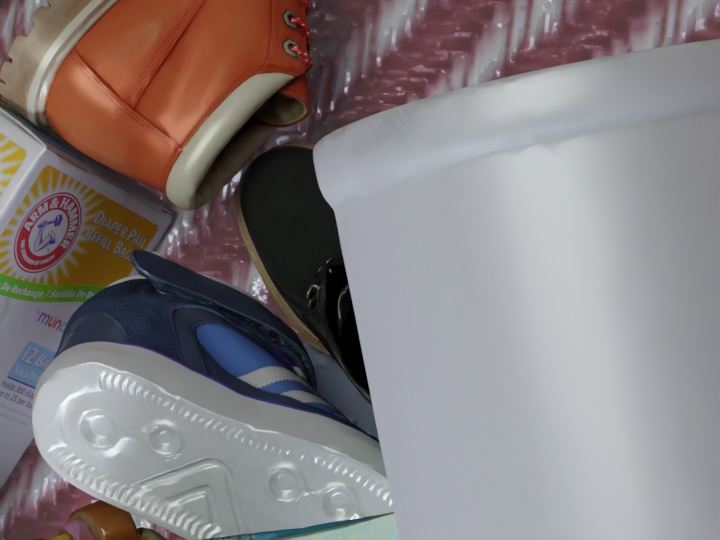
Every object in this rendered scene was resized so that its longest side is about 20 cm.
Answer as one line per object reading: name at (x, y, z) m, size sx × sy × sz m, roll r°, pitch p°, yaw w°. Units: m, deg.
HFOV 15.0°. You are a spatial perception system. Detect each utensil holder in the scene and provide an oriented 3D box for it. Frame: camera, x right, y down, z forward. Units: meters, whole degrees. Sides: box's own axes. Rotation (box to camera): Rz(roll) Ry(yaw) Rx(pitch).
utensil holder at (0.085, 0.043, 0.853) m, size 0.169 × 0.170 × 0.201 m, roll -12°, pitch 86°, yaw 23°

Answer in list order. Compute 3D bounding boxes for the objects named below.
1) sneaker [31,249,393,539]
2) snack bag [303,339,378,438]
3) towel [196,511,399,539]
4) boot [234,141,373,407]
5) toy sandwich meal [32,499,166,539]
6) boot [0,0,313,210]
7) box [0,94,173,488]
sneaker at (-0.022, 0.065, 1.049) m, size 0.199 × 0.147 × 0.081 m, roll 28°, pitch 111°, yaw 2°
snack bag at (0.032, 0.091, 1.086) m, size 0.188 × 0.021 × 0.201 m, roll 26°, pitch 84°, yaw 30°
towel at (-0.021, 0.186, 0.922) m, size 0.146 × 0.022 × 0.201 m, roll -9°, pitch 80°, yaw 19°
boot at (0.000, 0.000, 1.042) m, size 0.078 × 0.138 × 0.200 m, roll -47°, pitch 59°, yaw 2°
toy sandwich meal at (-0.081, 0.185, 1.029) m, size 0.070 × 0.205 × 0.206 m, roll -13°, pitch 66°, yaw -15°
boot at (-0.045, -0.111, 1.137) m, size 0.107 × 0.075 × 0.200 m, roll 35°, pitch 68°, yaw 18°
box at (-0.190, 0.021, 1.167) m, size 0.101 × 0.112 × 0.201 m, roll 34°, pitch 91°, yaw 30°
